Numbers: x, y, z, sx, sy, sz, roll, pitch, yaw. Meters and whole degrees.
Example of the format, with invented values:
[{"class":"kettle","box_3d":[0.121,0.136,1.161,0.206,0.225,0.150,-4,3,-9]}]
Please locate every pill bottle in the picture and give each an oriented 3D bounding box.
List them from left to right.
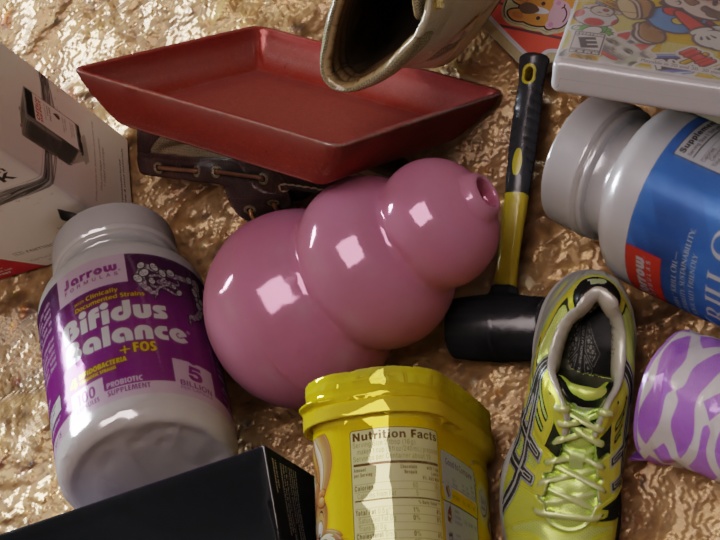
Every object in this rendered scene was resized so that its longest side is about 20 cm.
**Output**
[{"class":"pill bottle","box_3d":[-0.144,0.053,1.413,0.112,0.112,0.201,-29,44,13]},{"class":"pill bottle","box_3d":[0.207,-0.028,1.295,0.199,0.112,0.113,26,83,31]}]

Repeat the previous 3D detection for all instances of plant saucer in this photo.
[{"class":"plant saucer","box_3d":[-0.044,-0.103,1.415,0.199,0.200,0.037,18,113,29]}]

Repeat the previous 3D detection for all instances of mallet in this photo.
[{"class":"mallet","box_3d":[0.104,-0.038,1.387,0.065,0.041,0.201,8,75,27]}]

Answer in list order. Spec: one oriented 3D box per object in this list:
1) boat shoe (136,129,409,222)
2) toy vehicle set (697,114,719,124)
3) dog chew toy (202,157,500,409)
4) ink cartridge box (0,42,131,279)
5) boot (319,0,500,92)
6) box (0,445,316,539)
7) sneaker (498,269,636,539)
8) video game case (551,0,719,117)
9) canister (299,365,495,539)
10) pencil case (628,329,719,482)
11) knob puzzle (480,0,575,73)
[{"class":"boat shoe","box_3d":[-0.061,-0.065,1.470,0.199,0.072,0.072,15,108,21]},{"class":"toy vehicle set","box_3d":[0.269,-0.101,1.294,0.199,0.124,0.027,26,125,30]},{"class":"dog chew toy","box_3d":[0.000,0.000,1.358,0.199,0.124,0.125,-32,60,29]},{"class":"ink cartridge box","box_3d":[-0.259,-0.069,1.477,0.146,0.200,0.083,-16,66,20]},{"class":"boot","box_3d":[0.057,-0.198,1.372,0.072,0.155,0.200,38,114,11]},{"class":"box","box_3d":[-0.109,0.184,1.347,0.199,0.141,0.079,-19,61,17]},{"class":"sneaker","box_3d":[0.118,0.097,1.295,0.075,0.076,0.202,3,84,5]},{"class":"video game case","box_3d":[0.222,-0.140,1.291,0.199,0.023,0.182,9,35,11]},{"class":"canister","box_3d":[0.027,0.171,1.285,0.086,0.148,0.201,-10,69,19]},{"class":"pencil case","box_3d":[0.247,0.101,1.251,0.199,0.084,0.086,24,127,30]},{"class":"knob puzzle","box_3d":[0.139,-0.220,1.446,0.218,0.030,0.221,-9,68,23]}]
